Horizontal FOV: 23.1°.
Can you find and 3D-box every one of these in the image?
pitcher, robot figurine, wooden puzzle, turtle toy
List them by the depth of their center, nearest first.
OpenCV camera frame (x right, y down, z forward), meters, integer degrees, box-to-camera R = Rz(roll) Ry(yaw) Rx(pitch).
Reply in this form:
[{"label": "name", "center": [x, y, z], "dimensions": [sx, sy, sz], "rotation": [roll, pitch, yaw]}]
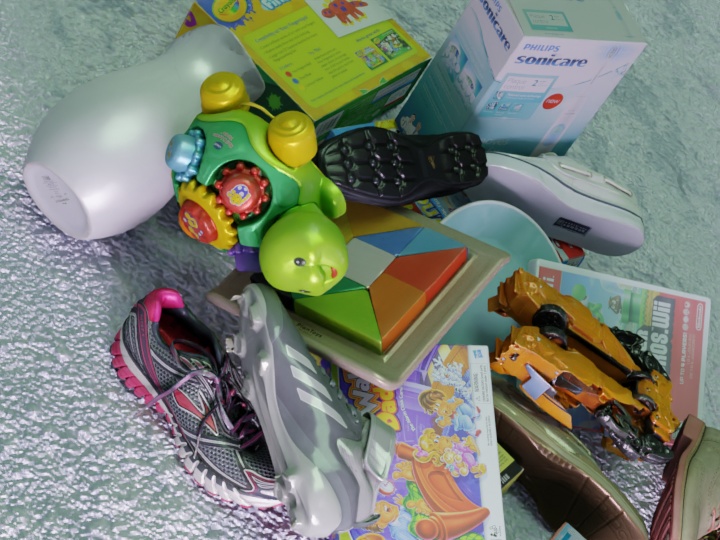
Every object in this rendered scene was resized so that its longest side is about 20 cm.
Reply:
[{"label": "turtle toy", "center": [-0.080, -0.054, 1.381], "dimensions": [0.199, 0.146, 0.101], "rotation": [32, 59, 30]}, {"label": "wooden puzzle", "center": [0.000, 0.000, 1.444], "dimensions": [0.184, 0.037, 0.200], "rotation": [25, 46, 24]}, {"label": "pitcher", "center": [-0.200, -0.116, 1.502], "dimensions": [0.200, 0.171, 0.122], "rotation": [-45, 110, -29]}, {"label": "robot figurine", "center": [0.197, 0.090, 1.526], "dimensions": [0.199, 0.058, 0.146], "rotation": [36, 37, -21]}]

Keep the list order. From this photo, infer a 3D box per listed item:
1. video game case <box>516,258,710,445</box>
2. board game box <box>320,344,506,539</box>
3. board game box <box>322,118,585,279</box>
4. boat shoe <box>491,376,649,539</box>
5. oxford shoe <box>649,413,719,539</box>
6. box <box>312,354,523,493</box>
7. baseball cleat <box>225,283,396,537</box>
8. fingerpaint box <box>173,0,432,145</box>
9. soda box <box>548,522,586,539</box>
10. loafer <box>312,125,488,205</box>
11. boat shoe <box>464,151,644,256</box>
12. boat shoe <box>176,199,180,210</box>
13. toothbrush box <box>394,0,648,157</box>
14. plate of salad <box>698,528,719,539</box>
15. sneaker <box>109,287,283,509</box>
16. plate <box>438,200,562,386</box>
[{"label": "video game case", "center": [0.233, 0.078, 1.606], "dimensions": [0.198, 0.017, 0.144], "rotation": [12, 78, -26]}, {"label": "board game box", "center": [0.041, 0.157, 1.395], "dimensions": [0.133, 0.045, 0.202], "rotation": [2, 63, -11]}, {"label": "board game box", "center": [0.082, -0.056, 1.663], "dimensions": [0.195, 0.056, 0.201], "rotation": [-14, 60, -40]}, {"label": "boat shoe", "center": [0.172, 0.168, 1.504], "dimensions": [0.200, 0.072, 0.065], "rotation": [40, 37, 5]}, {"label": "oxford shoe", "center": [0.296, 0.195, 1.512], "dimensions": [0.074, 0.071, 0.200], "rotation": [23, 35, 6]}, {"label": "box", "center": [0.039, 0.125, 1.476], "dimensions": [0.200, 0.050, 0.075], "rotation": [45, 44, 10]}, {"label": "baseball cleat", "center": [-0.034, 0.103, 1.348], "dimensions": [0.106, 0.070, 0.202], "rotation": [-7, 75, -26]}, {"label": "fingerpaint box", "center": [-0.056, -0.208, 1.703], "dimensions": [0.167, 0.073, 0.200], "rotation": [45, 43, 10]}, {"label": "soda box", "center": [0.125, 0.284, 1.369], "dimensions": [0.064, 0.069, 0.200], "rotation": [41, 42, 9]}, {"label": "loafer", "center": [0.026, -0.084, 1.495], "dimensions": [0.200, 0.070, 0.069], "rotation": [-7, 82, -46]}, {"label": "boat shoe", "center": [0.181, -0.077, 1.645], "dimensions": [0.199, 0.072, 0.066], "rotation": [17, 51, -21]}, {"label": "boat shoe", "center": [-0.071, -0.040, 1.548], "dimensions": [0.200, 0.072, 0.066], "rotation": [24, 54, -13]}, {"label": "toothbrush box", "center": [0.144, -0.173, 1.619], "dimensions": [0.145, 0.200, 0.086], "rotation": [-1, 52, -34]}, {"label": "plate of salad", "center": [0.366, 0.248, 1.571], "dimensions": [0.199, 0.048, 0.201], "rotation": [18, 45, -18]}, {"label": "sneaker", "center": [-0.118, 0.103, 1.379], "dimensions": [0.200, 0.075, 0.080], "rotation": [45, 43, 11]}, {"label": "plate", "center": [0.112, 0.039, 1.562], "dimensions": [0.199, 0.025, 0.202], "rotation": [4, 83, -41]}]
